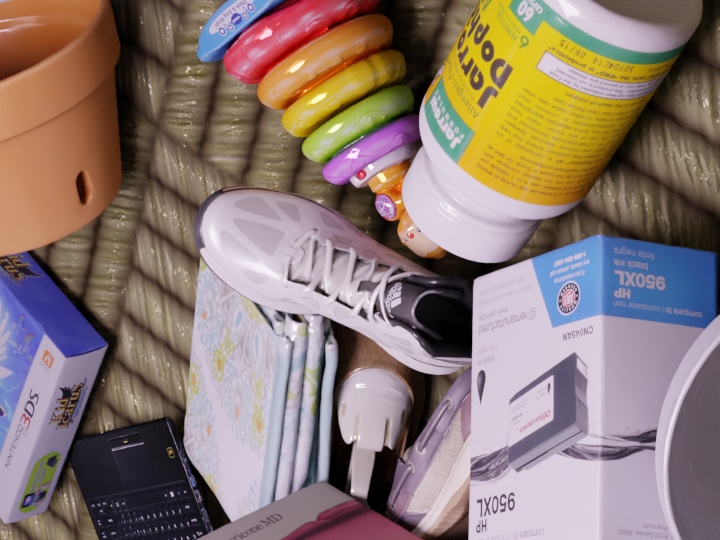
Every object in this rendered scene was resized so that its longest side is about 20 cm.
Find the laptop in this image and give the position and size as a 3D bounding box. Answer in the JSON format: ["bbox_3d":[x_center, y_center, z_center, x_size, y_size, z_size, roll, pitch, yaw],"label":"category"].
[{"bbox_3d":[-0.183,0.225,1.714,0.177,0.103,0.200,-17,94,56],"label":"laptop"}]

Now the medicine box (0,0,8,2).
[{"bbox_3d":[-0.245,-0.257,1.537,0.182,0.200,0.103,24,119,35],"label":"medicine box"}]

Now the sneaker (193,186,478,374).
[{"bbox_3d":[0.000,0.000,1.420,0.200,0.076,0.115,25,169,-12],"label":"sneaker"}]

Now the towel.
[{"bbox_3d":[-0.067,0.083,1.575,0.171,0.048,0.200,-129,40,-54],"label":"towel"}]

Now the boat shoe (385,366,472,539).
[{"bbox_3d":[0.054,0.137,1.507,0.065,0.072,0.200,58,143,27],"label":"boat shoe"}]

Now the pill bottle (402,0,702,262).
[{"bbox_3d":[0.101,-0.101,1.336,0.113,0.113,0.200,47,132,19],"label":"pill bottle"}]

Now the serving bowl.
[{"bbox_3d":[0.245,0.088,1.248,0.066,0.200,0.200,-134,35,-71],"label":"serving bowl"}]

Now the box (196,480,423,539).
[{"bbox_3d":[0.001,0.234,1.445,0.200,0.128,0.109,27,122,33],"label":"box"}]

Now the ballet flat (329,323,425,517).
[{"bbox_3d":[0.002,0.116,1.535,0.068,0.072,0.200,10,120,-2],"label":"ballet flat"}]

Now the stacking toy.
[{"bbox_3d":[-0.002,-0.093,1.443,0.116,0.110,0.200,-33,85,45],"label":"stacking toy"}]

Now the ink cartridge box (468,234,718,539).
[{"bbox_3d":[0.130,0.094,1.329,0.145,0.084,0.200,-22,63,60],"label":"ink cartridge box"}]

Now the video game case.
[{"bbox_3d":[-0.290,0.062,1.803,0.200,0.045,0.181,46,130,27],"label":"video game case"}]

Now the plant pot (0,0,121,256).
[{"bbox_3d":[-0.252,-0.103,1.625,0.200,0.200,0.140,13,131,39],"label":"plant pot"}]
